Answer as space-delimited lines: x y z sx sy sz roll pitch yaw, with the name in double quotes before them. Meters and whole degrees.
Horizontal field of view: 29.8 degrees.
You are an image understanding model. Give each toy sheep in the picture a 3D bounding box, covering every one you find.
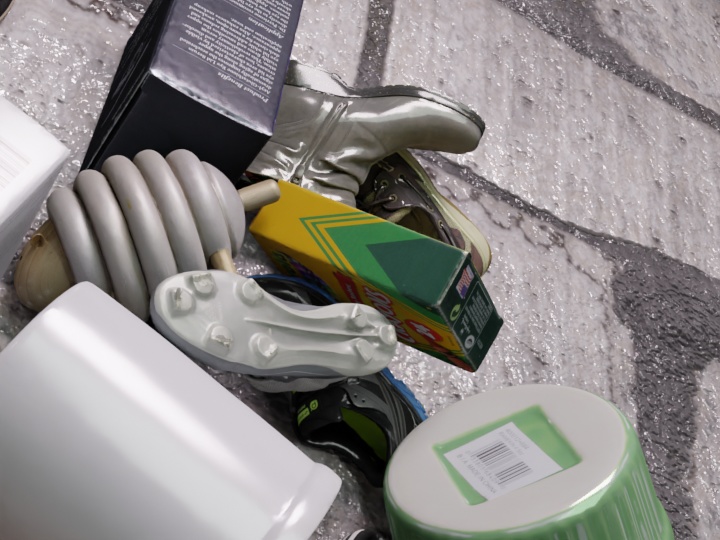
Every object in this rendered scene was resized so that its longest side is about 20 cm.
"toy sheep" -0.149 -0.021 0.960 0.200 0.138 0.138 -20 67 -19

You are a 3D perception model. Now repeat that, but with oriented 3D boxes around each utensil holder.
"utensil holder" -0.140 0.130 0.817 0.200 0.170 0.170 39 41 0

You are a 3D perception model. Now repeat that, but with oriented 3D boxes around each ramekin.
"ramekin" 0.111 0.166 0.943 0.200 0.200 0.098 -50 131 -49

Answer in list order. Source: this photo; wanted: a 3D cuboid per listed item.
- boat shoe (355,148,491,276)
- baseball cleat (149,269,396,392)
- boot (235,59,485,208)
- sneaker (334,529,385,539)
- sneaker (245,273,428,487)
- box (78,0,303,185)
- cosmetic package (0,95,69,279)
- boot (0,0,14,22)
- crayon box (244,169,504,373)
"boat shoe" 0.031 -0.054 1.171 0.200 0.073 0.065 39 31 -5
"baseball cleat" -0.070 0.053 0.915 0.200 0.106 0.070 15 58 -37
"boot" -0.001 -0.089 1.117 0.199 0.068 0.131 12 66 -6
"sneaker" -0.036 0.236 0.844 0.076 0.115 0.201 37 42 -7
"sneaker" -0.028 0.081 1.015 0.200 0.071 0.083 46 35 0
"box" -0.132 -0.147 1.070 0.104 0.148 0.200 26 45 -19
"cosmetic package" -0.258 -0.008 0.812 0.074 0.200 0.102 38 41 -5
"boot" -0.299 -0.239 1.013 0.073 0.151 0.200 40 41 -2
"crayon box" 0.000 0.000 1.027 0.200 0.127 0.051 23 73 27
